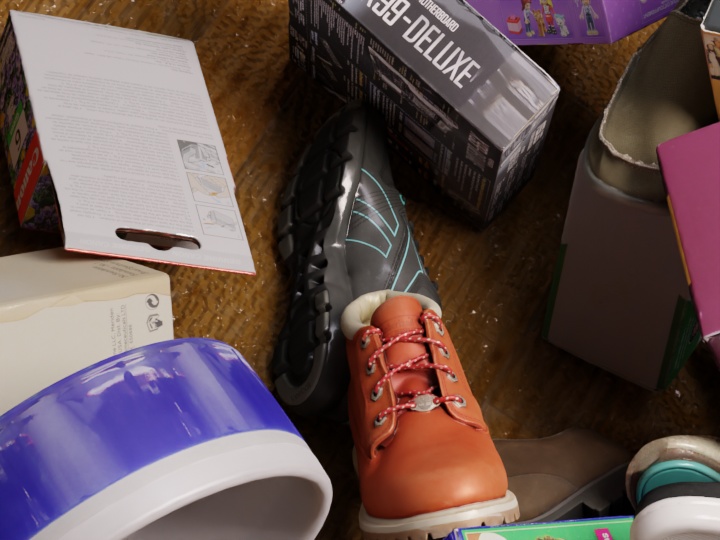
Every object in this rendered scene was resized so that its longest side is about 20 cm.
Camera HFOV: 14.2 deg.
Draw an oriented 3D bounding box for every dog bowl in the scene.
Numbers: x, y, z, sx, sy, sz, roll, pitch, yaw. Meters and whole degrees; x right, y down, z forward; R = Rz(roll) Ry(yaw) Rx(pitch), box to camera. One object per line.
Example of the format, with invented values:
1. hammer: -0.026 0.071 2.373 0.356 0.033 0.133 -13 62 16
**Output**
1. dog bowl: -0.116 0.122 1.324 0.200 0.200 0.079 -18 63 -37

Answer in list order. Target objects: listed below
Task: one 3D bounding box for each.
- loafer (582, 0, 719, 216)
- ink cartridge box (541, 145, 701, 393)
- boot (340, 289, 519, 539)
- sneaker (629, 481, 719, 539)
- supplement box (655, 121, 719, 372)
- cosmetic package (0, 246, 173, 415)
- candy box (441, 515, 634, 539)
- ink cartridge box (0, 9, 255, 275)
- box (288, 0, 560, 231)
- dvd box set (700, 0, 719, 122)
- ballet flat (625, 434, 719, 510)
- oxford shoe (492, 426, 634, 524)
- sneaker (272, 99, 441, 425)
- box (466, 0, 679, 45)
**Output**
1. loafer: 0.172 -0.105 1.547 0.075 0.070 0.200 17 43 10
2. ink cartridge box: 0.190 -0.052 1.652 0.083 0.147 0.200 24 44 17
3. boot: 0.025 0.071 1.421 0.075 0.108 0.200 -10 14 -8
4. sneaker: 0.200 0.103 1.369 0.200 0.073 0.112 15 49 -32
5. supplement box: 0.234 0.025 1.475 0.103 0.200 0.131 -18 50 12
6. cosmetic package: -0.199 0.043 1.398 0.200 0.103 0.073 -10 104 -35
7. candy box: 0.102 0.183 1.413 0.200 0.169 0.077 -3 64 -30
8. ink cartridge box: -0.128 -0.054 1.529 0.109 0.050 0.200 8 39 -23
9. box: 0.030 -0.110 1.591 0.158 0.200 0.050 42 81 8
10. dvd box set: 0.227 -0.120 1.524 0.029 0.200 0.147 14 63 23
11. ballet flat: 0.192 0.126 1.529 0.200 0.067 0.062 50 33 -46
12. oxford shoe: 0.064 0.135 1.512 0.200 0.073 0.084 -18 46 -37
13. sneaker: 0.000 0.000 1.580 0.079 0.075 0.200 21 56 -25
14. box: 0.111 -0.169 1.690 0.137 0.200 0.039 -27 111 -40
